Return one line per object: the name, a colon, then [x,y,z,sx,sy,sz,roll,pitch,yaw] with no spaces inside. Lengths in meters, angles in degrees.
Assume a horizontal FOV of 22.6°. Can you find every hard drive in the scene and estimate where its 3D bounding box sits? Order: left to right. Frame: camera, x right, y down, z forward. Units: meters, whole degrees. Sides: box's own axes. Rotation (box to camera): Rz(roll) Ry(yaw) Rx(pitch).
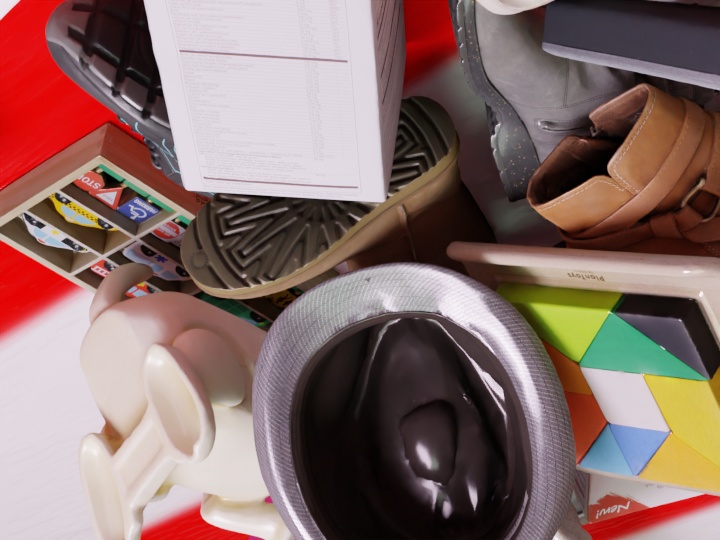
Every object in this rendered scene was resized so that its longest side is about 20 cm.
hard drive: [0.189,-0.100,0.822,0.138,0.033,0.200,1,-168,-22]

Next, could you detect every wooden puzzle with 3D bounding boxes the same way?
wooden puzzle: [0.152,0.063,0.978,0.184,0.037,0.201,5,138,47]

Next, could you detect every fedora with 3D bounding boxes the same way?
fedora: [0.034,0.089,1.017,0.176,0.090,0.202,-21,95,12]

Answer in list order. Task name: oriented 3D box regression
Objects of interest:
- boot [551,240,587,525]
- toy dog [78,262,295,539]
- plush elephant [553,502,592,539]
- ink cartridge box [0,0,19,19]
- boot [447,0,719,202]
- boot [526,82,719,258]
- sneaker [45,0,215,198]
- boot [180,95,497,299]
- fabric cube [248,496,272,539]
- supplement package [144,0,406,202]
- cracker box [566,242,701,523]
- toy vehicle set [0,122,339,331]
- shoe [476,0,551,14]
boot: [0.141,0.075,1.175,0.181,0.073,0.200,-38,140,9]
toy dog: [-0.074,0.087,1.142,0.199,0.194,0.140,4,129,-39]
plush elephant: [0.070,0.180,1.126,0.154,0.165,0.202,17,103,-1]
ink cartridge box: [-0.239,-0.202,0.860,0.199,0.083,0.146,29,140,-28]
boot: [0.119,-0.121,0.944,0.129,0.068,0.201,-14,142,10]
boot: [0.196,-0.062,0.946,0.155,0.077,0.200,34,118,-31]
sneaker: [-0.101,-0.082,1.017,0.199,0.076,0.079,32,141,-31]
boot: [0.000,0.000,1.048,0.174,0.066,0.200,-26,153,-2]
fabric cube: [0.031,0.258,1.328,0.199,0.201,0.196,4,153,45]
supplement package: [-0.038,-0.139,0.889,0.113,0.110,0.201,4,146,6]
cracker box: [0.195,0.058,1.104,0.133,0.058,0.201,-13,134,-9]
toy vehicle set: [-0.126,-0.012,1.165,0.199,0.027,0.124,33,138,-32]
shoe: [0.113,-0.183,0.801,0.070,0.054,0.200,25,127,-24]
